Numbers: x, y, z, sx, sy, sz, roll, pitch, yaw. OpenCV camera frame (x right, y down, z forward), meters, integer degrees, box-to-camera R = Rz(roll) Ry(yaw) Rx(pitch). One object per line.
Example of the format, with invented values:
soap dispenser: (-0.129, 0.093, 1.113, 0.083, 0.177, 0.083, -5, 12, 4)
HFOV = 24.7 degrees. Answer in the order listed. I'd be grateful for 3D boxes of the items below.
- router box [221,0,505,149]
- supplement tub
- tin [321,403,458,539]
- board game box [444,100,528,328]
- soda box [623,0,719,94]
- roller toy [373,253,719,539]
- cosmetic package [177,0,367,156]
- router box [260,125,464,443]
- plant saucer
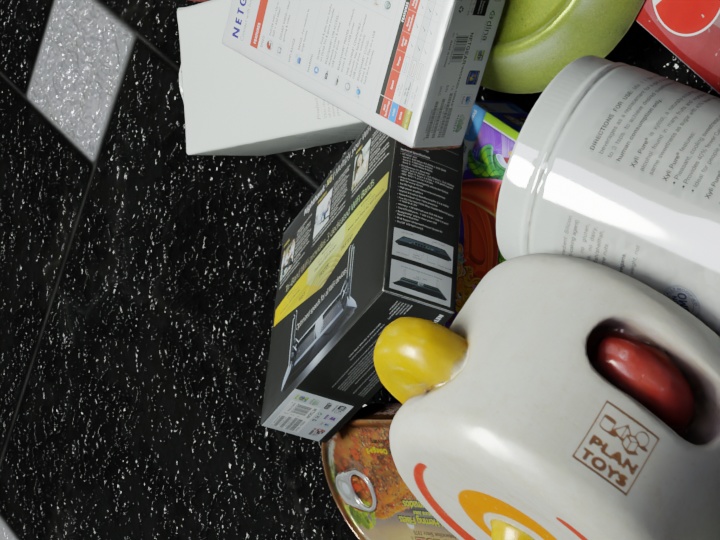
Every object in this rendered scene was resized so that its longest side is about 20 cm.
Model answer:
router box: (0.011, -0.201, 0.995, 0.179, 0.049, 0.202, 32, 116, 36)
supplement tub: (0.188, -0.024, 0.886, 0.199, 0.131, 0.133, 27, 111, 26)
tin: (0.042, 0.144, 1.096, 0.199, 0.042, 0.113, -7, 102, 58)
board game box: (0.094, 0.010, 1.070, 0.134, 0.044, 0.202, 37, 117, 38)
soda box: (0.185, -0.178, 0.956, 0.200, 0.063, 0.070, 50, 126, 32)
roller toy: (0.112, 0.095, 0.874, 0.181, 0.201, 0.140, 17, 62, 40)
cosmetic package: (-0.040, -0.147, 1.175, 0.199, 0.081, 0.114, -3, 90, 46)
router box: (0.000, 0.000, 1.084, 0.200, 0.052, 0.159, 132, 150, -52)
plant saucer: (0.087, -0.206, 0.978, 0.199, 0.031, 0.203, 7, 100, 42)
